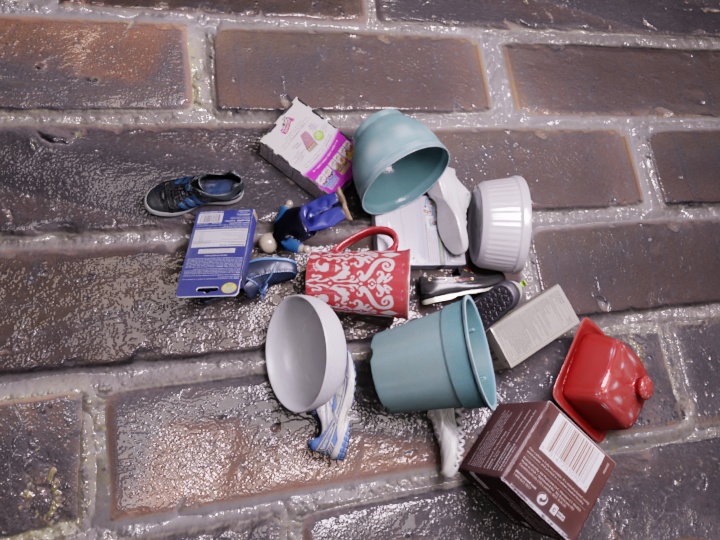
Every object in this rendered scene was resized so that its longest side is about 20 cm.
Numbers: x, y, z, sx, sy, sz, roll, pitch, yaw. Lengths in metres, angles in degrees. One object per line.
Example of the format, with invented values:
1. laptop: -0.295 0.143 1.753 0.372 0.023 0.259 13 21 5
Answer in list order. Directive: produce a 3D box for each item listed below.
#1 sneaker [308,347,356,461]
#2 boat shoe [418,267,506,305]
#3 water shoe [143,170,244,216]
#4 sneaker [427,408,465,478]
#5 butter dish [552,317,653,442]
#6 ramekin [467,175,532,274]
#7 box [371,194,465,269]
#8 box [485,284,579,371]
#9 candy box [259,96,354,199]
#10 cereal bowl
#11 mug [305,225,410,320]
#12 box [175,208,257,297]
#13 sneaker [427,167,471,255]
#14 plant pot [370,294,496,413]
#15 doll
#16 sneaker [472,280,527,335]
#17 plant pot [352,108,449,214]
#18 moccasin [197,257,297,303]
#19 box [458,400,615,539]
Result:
1. sneaker: -0.055 0.244 0.982 0.082 0.077 0.206 9 72 -6
2. boat shoe: 0.217 0.024 1.105 0.195 0.074 0.065 -9 84 -11
3. water shoe: -0.328 -0.162 1.028 0.194 0.079 0.074 -14 77 -16
4. sneaker: 0.165 0.296 1.025 0.078 0.076 0.206 8 66 -1
5. butter dish: 0.516 0.228 1.060 0.199 0.147 0.202 41 69 -22
6. ramekin: 0.283 -0.095 1.096 0.091 0.203 0.209 1 74 1
7. box: 0.123 -0.083 1.131 0.193 0.041 0.161 -1 74 -14
8. box: 0.352 0.121 1.107 0.196 0.078 0.097 -26 81 -18
9. candy box: -0.099 -0.248 1.115 0.198 0.061 0.138 38 70 -2
10. cereal bowl: -0.089 0.148 0.952 0.082 0.198 0.206 4 71 -43
11. mug: 0.000 0.011 1.028 0.193 0.137 0.180 1 35 5
12. box: -0.266 -0.029 0.981 0.117 0.033 0.204 -1 53 4
13. sneaker: 0.204 -0.134 1.111 0.086 0.075 0.206 -7 73 -27
14. plant pot: 0.130 0.168 0.961 0.191 0.199 0.207 -15 76 19
15. doll: -0.115 -0.088 1.039 0.195 0.049 0.139 -24 59 6
16. sneaker: 0.254 0.084 1.059 0.082 0.199 0.073 -17 74 -53
17. plant pot: 0.062 -0.229 1.043 0.196 0.201 0.137 -22 70 -18
18. moccasin: -0.215 0.028 1.008 0.194 0.081 0.070 -11 62 -2
19. box: 0.316 0.362 0.967 0.165 0.200 0.165 41 70 2
